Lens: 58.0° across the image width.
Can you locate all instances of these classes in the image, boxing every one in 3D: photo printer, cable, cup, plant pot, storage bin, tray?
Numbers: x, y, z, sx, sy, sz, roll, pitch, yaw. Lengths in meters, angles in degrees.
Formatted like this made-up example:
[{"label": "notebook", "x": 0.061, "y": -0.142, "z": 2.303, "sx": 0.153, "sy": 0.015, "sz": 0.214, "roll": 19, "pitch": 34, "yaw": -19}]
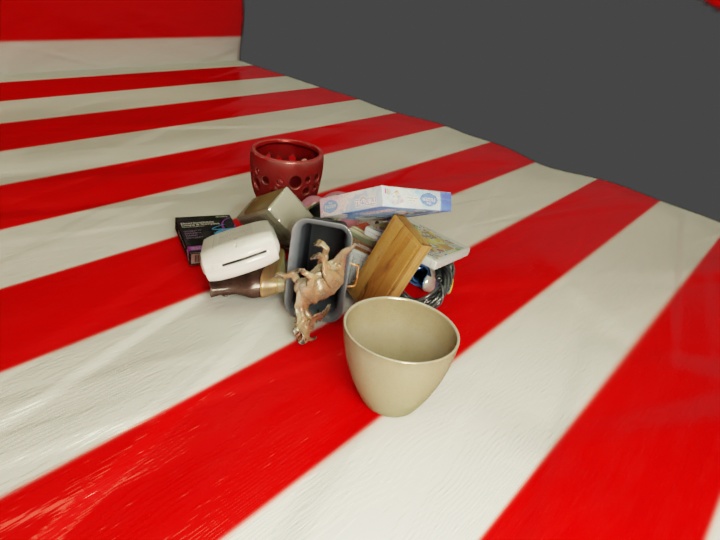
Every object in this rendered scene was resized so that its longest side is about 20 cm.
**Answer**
[{"label": "photo printer", "x": -0.247, "y": -0.041, "z": 1.336, "sx": 0.162, "sy": 0.071, "sz": 0.200, "roll": -18, "pitch": 15, "yaw": -8}, {"label": "cable", "x": 0.132, "y": 0.016, "z": 1.432, "sx": 0.161, "sy": 0.052, "sz": 0.200, "roll": -33, "pitch": 41, "yaw": -14}, {"label": "cup", "x": 0.059, "y": 0.157, "z": 1.097, "sx": 0.194, "sy": 0.147, "sz": 0.202, "roll": 7, "pitch": 27, "yaw": -3}, {"label": "plant pot", "x": -0.202, "y": -0.237, "z": 1.736, "sx": 0.194, "sy": 0.187, "sz": 0.202, "roll": 8, "pitch": 26, "yaw": -4}, {"label": "storage bin", "x": -0.071, "y": -0.016, "z": 1.352, "sx": 0.141, "sy": 0.206, "sz": 0.135, "roll": 9, "pitch": 17, "yaw": 2}, {"label": "tray", "x": 0.055, "y": -0.001, "z": 1.316, "sx": 0.036, "sy": 0.202, "sz": 0.099, "roll": 2, "pitch": 38, "yaw": -45}]

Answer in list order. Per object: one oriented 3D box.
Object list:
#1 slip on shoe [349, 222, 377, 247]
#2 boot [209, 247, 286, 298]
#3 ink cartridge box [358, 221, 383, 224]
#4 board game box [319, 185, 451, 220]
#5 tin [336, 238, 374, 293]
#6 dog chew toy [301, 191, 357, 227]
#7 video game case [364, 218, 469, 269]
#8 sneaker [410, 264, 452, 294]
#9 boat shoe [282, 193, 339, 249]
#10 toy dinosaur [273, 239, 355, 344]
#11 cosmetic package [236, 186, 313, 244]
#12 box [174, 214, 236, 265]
[{"label": "slip on shoe", "x": 0.050, "y": -0.057, "z": 1.449, "sx": 0.061, "sy": 0.076, "sz": 0.198, "roll": -32, "pitch": 42, "yaw": -26}, {"label": "boot", "x": -0.240, "y": 0.003, "z": 1.388, "sx": 0.161, "sy": 0.075, "sz": 0.201, "roll": -3, "pitch": 20, "yaw": -8}, {"label": "ink cartridge box", "x": 0.022, "y": -0.153, "z": 1.809, "sx": 0.194, "sy": 0.040, "sz": 0.100, "roll": 12, "pitch": 26, "yaw": 4}, {"label": "board game box", "x": 0.050, "y": -0.134, "z": 1.330, "sx": 0.195, "sy": 0.045, "sz": 0.197, "roll": 0, "pitch": -2, "yaw": -40}, {"label": "tin", "x": 0.000, "y": 0.000, "z": 1.413, "sx": 0.197, "sy": 0.115, "sz": 0.041, "roll": 24, "pitch": 19, "yaw": 30}, {"label": "dog chew toy", "x": -0.106, "y": -0.136, "z": 1.650, "sx": 0.193, "sy": 0.128, "sz": 0.125, "roll": -1, "pitch": 27, "yaw": -4}, {"label": "video game case", "x": 0.128, "y": -0.064, "z": 1.423, "sx": 0.179, "sy": 0.023, "sz": 0.199, "roll": 28, "pitch": 23, "yaw": 23}, {"label": "sneaker", "x": 0.142, "y": -0.012, "z": 1.535, "sx": 0.080, "sy": 0.076, "sz": 0.200, "roll": -6, "pitch": 29, "yaw": -23}, {"label": "boat shoe", "x": -0.115, "y": -0.120, "z": 1.564, "sx": 0.198, "sy": 0.073, "sz": 0.060, "roll": -31, "pitch": -9, "yaw": 7}, {"label": "toy dinosaur", "x": -0.076, "y": 0.031, "z": 1.257, "sx": 0.199, "sy": 0.137, "sz": 0.086, "roll": -40, "pitch": 22, "yaw": -7}, {"label": "cosmetic package", "x": -0.198, "y": -0.120, "z": 1.494, "sx": 0.072, "sy": 0.106, "sz": 0.198, "roll": -52, "pitch": 24, "yaw": -22}, {"label": "box", "x": -0.356, "y": -0.076, "z": 1.544, "sx": 0.139, "sy": 0.037, "sz": 0.200, "roll": -5, "pitch": 29, "yaw": -25}]
